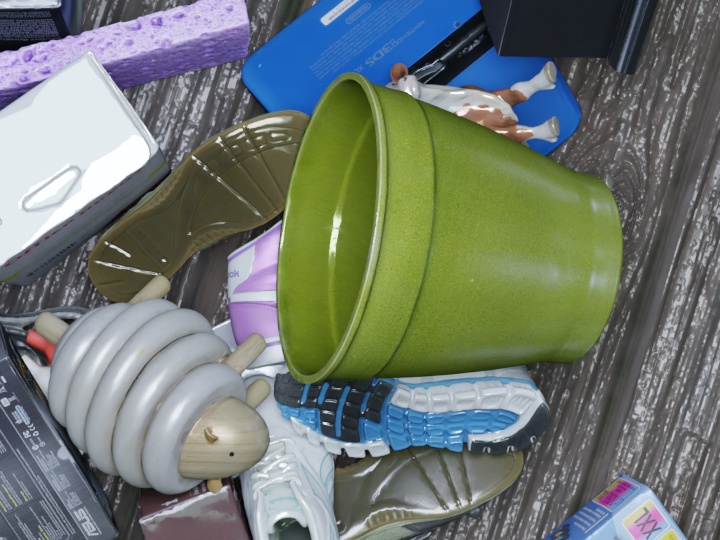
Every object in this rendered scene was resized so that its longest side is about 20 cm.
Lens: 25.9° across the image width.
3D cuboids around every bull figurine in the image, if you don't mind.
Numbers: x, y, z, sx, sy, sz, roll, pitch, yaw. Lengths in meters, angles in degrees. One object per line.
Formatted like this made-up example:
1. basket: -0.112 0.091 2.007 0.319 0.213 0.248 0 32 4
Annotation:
1. bull figurine: 0.098 -0.087 1.134 0.120 0.200 0.066 -10 49 29

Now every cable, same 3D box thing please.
1. cable: -0.266 0.049 1.149 0.198 0.050 0.098 28 98 -5

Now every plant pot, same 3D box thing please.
1. plant pot: 0.064 -0.015 1.044 0.190 0.200 0.203 8 88 -19

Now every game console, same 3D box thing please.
1. game console: 0.039 -0.134 1.201 0.199 0.119 0.171 -38 61 -5

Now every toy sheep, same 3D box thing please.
1. toy sheep: -0.146 0.080 1.083 0.199 0.138 0.139 26 86 26

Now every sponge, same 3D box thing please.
1. sponge: -0.178 -0.154 1.135 0.197 0.112 0.030 -15 88 -5

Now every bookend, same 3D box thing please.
1. bookend: 0.088 -0.238 1.107 0.197 0.093 0.200 0 46 -11

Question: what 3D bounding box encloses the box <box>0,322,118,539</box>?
1. box: -0.278 0.147 1.093 0.157 0.048 0.201 -26 131 -4

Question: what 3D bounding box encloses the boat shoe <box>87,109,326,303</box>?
1. boat shoe: -0.111 -0.052 1.138 0.200 0.063 0.073 -38 104 11

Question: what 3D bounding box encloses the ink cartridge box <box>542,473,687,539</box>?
1. ink cartridge box: 0.169 0.271 1.173 0.199 0.076 0.137 -38 92 -3

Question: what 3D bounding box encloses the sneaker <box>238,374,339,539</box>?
1. sneaker: -0.050 0.158 1.106 0.070 0.080 0.202 -20 62 2

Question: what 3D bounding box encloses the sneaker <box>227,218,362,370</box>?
1. sneaker: 0.000 0.000 1.147 0.198 0.073 0.116 -9 84 -11

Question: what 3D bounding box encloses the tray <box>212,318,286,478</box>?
1. tray: -0.080 0.087 1.182 0.198 0.022 0.108 -27 90 -5

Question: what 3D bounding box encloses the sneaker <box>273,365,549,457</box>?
1. sneaker: 0.034 0.083 1.139 0.197 0.087 0.076 5 126 -10

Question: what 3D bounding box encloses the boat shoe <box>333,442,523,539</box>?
1. boat shoe: 0.026 0.170 1.169 0.199 0.066 0.072 -22 66 -3

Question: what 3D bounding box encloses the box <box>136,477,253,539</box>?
1. box: -0.095 0.246 1.127 0.074 0.100 0.202 -21 99 -5

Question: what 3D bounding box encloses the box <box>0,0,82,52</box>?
1. box: -0.257 -0.261 1.087 0.121 0.198 0.203 -1 89 -7

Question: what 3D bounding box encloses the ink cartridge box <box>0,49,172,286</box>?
1. ink cartridge box: -0.212 -0.065 1.085 0.145 0.200 0.084 -36 91 -5
